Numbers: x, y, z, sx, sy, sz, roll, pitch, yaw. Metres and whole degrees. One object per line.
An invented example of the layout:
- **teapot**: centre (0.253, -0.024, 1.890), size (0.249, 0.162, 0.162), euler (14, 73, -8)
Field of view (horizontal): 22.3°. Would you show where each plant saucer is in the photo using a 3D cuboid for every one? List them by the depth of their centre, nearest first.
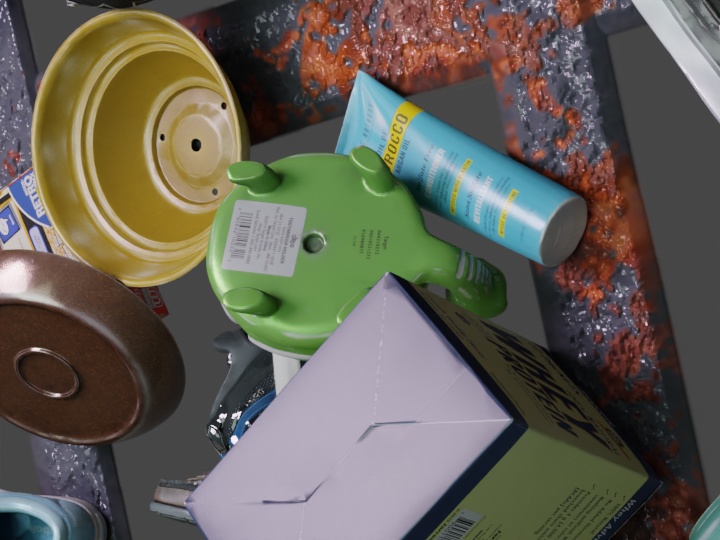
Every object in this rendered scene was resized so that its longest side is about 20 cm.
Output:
- **plant saucer**: centre (-0.232, 0.069, 1.384), size (0.200, 0.035, 0.201), euler (10, 135, 10)

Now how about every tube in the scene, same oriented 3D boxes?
- **tube**: centre (0.061, -0.065, 1.237), size (0.200, 0.050, 0.078), euler (29, 106, 34)

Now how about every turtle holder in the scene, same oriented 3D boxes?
- **turtle holder**: centre (-0.007, -0.008, 1.235), size (0.185, 0.132, 0.141), euler (-21, 67, 1)

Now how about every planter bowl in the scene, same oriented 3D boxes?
- **planter bowl**: centre (-0.143, -0.091, 1.346), size (0.200, 0.083, 0.201), euler (4, 97, 33)

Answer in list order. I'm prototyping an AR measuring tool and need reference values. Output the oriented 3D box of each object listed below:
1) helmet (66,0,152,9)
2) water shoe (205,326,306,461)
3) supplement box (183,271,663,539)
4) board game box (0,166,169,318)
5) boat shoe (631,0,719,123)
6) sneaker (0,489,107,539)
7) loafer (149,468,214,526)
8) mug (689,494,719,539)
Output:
- **helmet**: centre (-0.185, -0.283, 1.289), size (0.191, 0.200, 0.200), euler (41, 124, -20)
- **water shoe**: centre (-0.067, 0.126, 1.286), size (0.079, 0.072, 0.200), euler (-13, 52, 15)
- **supplement box**: centre (0.042, 0.138, 1.135), size (0.200, 0.200, 0.134), euler (-48, 54, 12)
- **board game box**: centre (-0.261, 0.011, 1.460), size (0.200, 0.046, 0.152), euler (-30, 79, 33)
- **boat shoe**: centre (0.211, -0.152, 1.116), size (0.057, 0.069, 0.200), euler (-35, 76, 12)
- **sneaker**: centre (-0.309, 0.206, 1.464), size (0.199, 0.082, 0.074), euler (-6, 80, 17)
- **loafer**: centre (-0.060, 0.167, 1.338), size (0.199, 0.072, 0.063), euler (6, 79, 27)
- **mug**: centre (0.273, 0.164, 1.065), size (0.114, 0.185, 0.152), euler (47, 142, 24)
